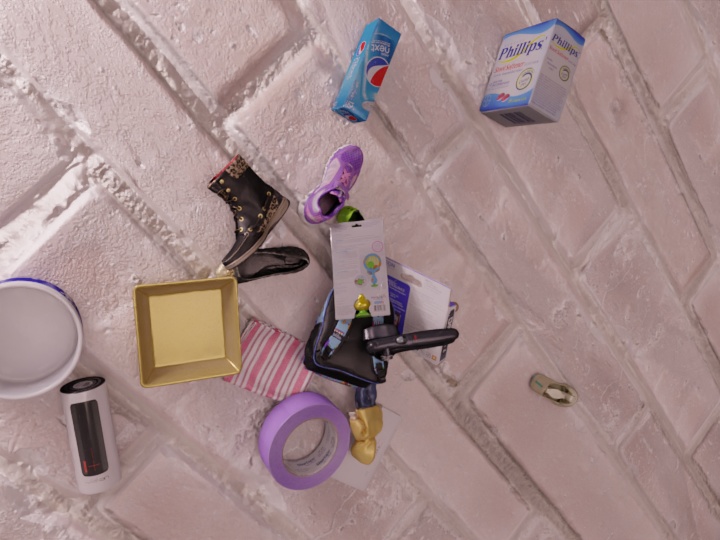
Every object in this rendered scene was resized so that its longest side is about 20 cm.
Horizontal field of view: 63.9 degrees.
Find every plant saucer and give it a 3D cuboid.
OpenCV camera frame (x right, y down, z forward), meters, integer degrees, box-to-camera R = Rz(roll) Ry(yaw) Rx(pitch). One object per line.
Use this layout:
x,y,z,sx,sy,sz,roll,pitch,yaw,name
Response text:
-0.341,0.115,1.147,0.196,0.048,0.204,-5,102,-22,plant saucer

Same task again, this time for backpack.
-0.020,0.134,1.250,0.180,0.134,0.204,19,68,-15,backpack

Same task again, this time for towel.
-0.184,0.206,1.254,0.198,0.030,0.148,28,86,-27,towel

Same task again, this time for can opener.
0.103,0.140,1.168,0.196,0.063,0.080,-5,77,-3,can opener

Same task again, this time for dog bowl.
-0.593,0.116,1.010,0.196,0.079,0.205,-5,101,-26,dog bowl

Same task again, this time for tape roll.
-0.122,0.376,1.277,0.197,0.065,0.204,-9,107,-29,tape roll

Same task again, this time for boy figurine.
0.013,0.341,1.335,0.123,0.063,0.205,-7,99,-55,boy figurine

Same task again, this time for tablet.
0.009,0.420,1.392,0.129,0.014,0.202,32,83,-26,tablet

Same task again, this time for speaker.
-0.504,0.309,1.084,0.080,0.081,0.204,-9,102,-24,speaker

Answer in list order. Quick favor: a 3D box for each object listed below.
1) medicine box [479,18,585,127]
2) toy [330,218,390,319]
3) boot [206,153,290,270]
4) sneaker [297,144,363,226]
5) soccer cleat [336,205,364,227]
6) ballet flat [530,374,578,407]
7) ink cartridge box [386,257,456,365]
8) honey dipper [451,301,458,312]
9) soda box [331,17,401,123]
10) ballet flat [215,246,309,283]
0.396,-0.452,1.349,0.101,0.181,0.204,18,90,-27,medicine box
0.000,0.000,1.207,0.113,0.047,0.204,-5,75,6,toy
-0.243,-0.116,1.138,0.151,0.073,0.201,47,63,-23,boot
-0.049,-0.178,1.227,0.080,0.088,0.202,37,80,-24,sneaker
0.009,-0.049,1.279,0.067,0.081,0.202,-34,111,-17,soccer cleat
0.560,0.348,1.623,0.197,0.069,0.071,23,88,-27,ballet flat
0.112,0.077,1.259,0.043,0.196,0.203,-30,136,-43,ink cartridge box
0.156,0.065,1.303,0.037,0.199,0.039,-4,99,-25,honey dipper
0.012,-0.421,1.229,0.063,0.068,0.203,23,88,-27,soda box
-0.200,-0.014,1.193,0.196,0.057,0.068,-13,104,-19,ballet flat
